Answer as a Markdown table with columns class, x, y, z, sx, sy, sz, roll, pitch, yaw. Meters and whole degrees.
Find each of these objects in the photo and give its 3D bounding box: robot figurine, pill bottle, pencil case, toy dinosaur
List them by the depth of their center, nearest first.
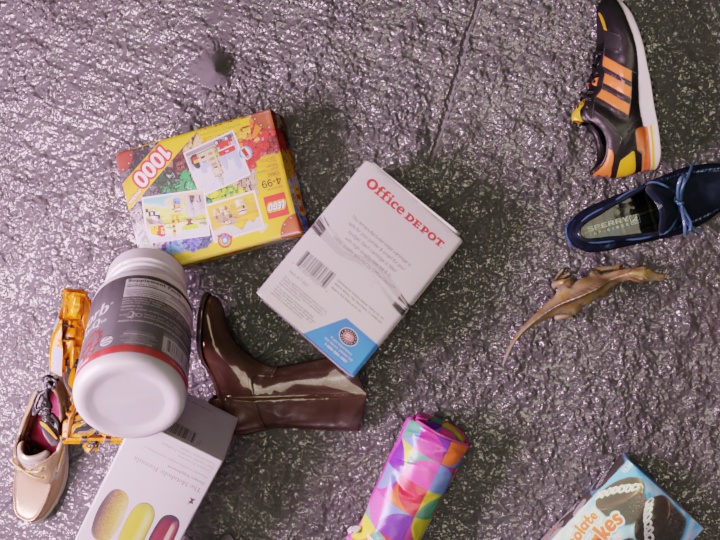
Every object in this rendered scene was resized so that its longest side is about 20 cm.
| class | x | y | z | sx | sy | sz | roll | pitch | yaw |
| --- | --- | --- | --- | --- | --- | --- | --- | --- | --- |
| pill bottle | -0.242 | 0.073 | 0.963 | 0.114 | 0.201 | 0.117 | -3 | 127 | -5 |
| toy dinosaur | 0.236 | 0.030 | 0.991 | 0.198 | 0.101 | 0.059 | -28 | 88 | 9 |
| pencil case | 0.052 | 0.267 | 1.040 | 0.088 | 0.088 | 0.202 | 28 | 95 | 6 |
| robot figurine | -0.322 | 0.126 | 1.076 | 0.143 | 0.058 | 0.203 | 4 | 91 | -25 |

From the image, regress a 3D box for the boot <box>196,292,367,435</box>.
| class | x | y | z | sx | sy | sz | roll | pitch | yaw |
| --- | --- | --- | --- | --- | --- | --- | --- | --- | --- |
| boot | -0.091 | 0.110 | 1.063 | 0.197 | 0.064 | 0.189 | -5 | 105 | 12 |

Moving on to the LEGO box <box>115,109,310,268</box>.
| class | x | y | z | sx | sy | sz | roll | pitch | yaw |
| --- | --- | --- | --- | --- | --- | --- | --- | --- | --- |
| LEGO box | -0.174 | -0.092 | 1.062 | 0.198 | 0.077 | 0.151 | -15 | 90 | 9 |

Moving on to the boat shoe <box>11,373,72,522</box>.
| class | x | y | z | sx | sy | sz | roll | pitch | yaw |
| --- | --- | --- | --- | --- | --- | --- | --- | --- | --- |
| boat shoe | -0.409 | 0.227 | 1.115 | 0.073 | 0.069 | 0.203 | 14 | 94 | 8 |

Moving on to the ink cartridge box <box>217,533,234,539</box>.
| class | x | y | z | sx | sy | sz | roll | pitch | yaw |
| --- | --- | --- | --- | --- | --- | --- | --- | --- | --- |
| ink cartridge box | -0.197 | 0.434 | 1.025 | 0.144 | 0.200 | 0.146 | -35 | 88 | 9 |

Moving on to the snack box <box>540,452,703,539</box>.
| class | x | y | z | sx | sy | sz | roll | pitch | yaw |
| --- | --- | --- | --- | --- | --- | --- | --- | --- | --- |
| snack box | 0.285 | 0.327 | 1.028 | 0.116 | 0.037 | 0.200 | 42 | 98 | 5 |

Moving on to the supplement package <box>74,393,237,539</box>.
| class | x | y | z | sx | sy | sz | roll | pitch | yaw |
| --- | --- | --- | --- | --- | --- | --- | --- | --- | --- |
| supplement package | -0.241 | 0.252 | 1.029 | 0.113 | 0.110 | 0.201 | 27 | 106 | -6 |

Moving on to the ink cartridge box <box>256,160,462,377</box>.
| class | x | y | z | sx | sy | sz | roll | pitch | yaw |
| --- | --- | --- | --- | --- | --- | --- | --- | --- | --- |
| ink cartridge box | 0.000 | 0.000 | 1.015 | 0.146 | 0.084 | 0.200 | 40 | 83 | 5 |

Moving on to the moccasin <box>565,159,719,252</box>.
| class | x | y | z | sx | sy | sz | roll | pitch | yaw |
| --- | --- | --- | --- | --- | --- | --- | --- | --- | --- |
| moccasin | 0.332 | -0.062 | 0.989 | 0.198 | 0.068 | 0.081 | -25 | 89 | 9 |

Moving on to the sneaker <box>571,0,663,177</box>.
| class | x | y | z | sx | sy | sz | roll | pitch | yaw |
| --- | --- | --- | --- | --- | --- | --- | --- | --- | --- |
| sneaker | 0.277 | -0.203 | 0.990 | 0.089 | 0.070 | 0.203 | -13 | 92 | 6 |
